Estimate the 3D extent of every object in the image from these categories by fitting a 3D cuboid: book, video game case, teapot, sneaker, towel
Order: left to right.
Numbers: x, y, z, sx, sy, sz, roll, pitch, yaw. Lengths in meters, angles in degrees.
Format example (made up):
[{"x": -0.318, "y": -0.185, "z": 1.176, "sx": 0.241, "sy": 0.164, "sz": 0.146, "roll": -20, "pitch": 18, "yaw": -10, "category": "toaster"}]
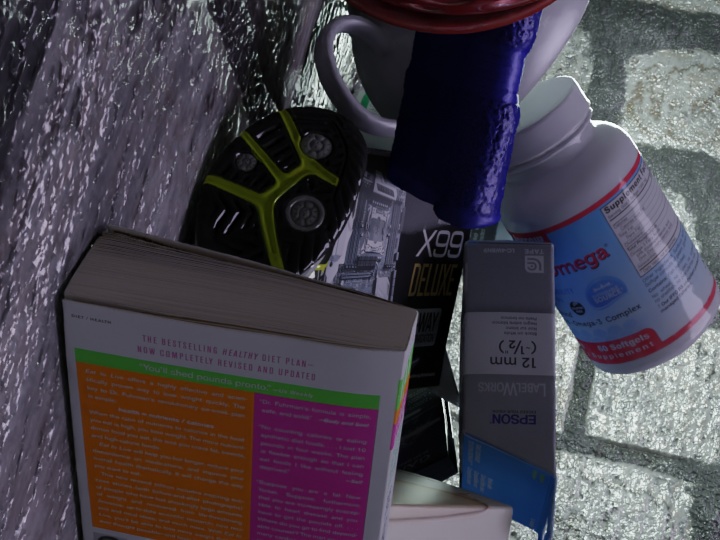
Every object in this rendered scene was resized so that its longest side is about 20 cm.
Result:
[{"x": -0.052, "y": 0.086, "z": 0.572, "sx": 0.048, "sy": 0.133, "sz": 0.201, "roll": -69, "pitch": 170, "yaw": -50, "category": "book"}, {"x": -0.057, "y": 0.005, "z": 0.687, "sx": 0.076, "sy": 0.075, "sz": 0.201, "roll": 105, "pitch": 11, "yaw": -69, "category": "sneaker"}, {"x": 0.004, "y": 0.138, "z": 1.038, "sx": 0.019, "sy": 0.142, "sz": 0.200, "roll": 59, "pitch": 9, "yaw": -15, "category": "video game case"}, {"x": 0.055, "y": -0.187, "z": 0.947, "sx": 0.198, "sy": 0.146, "sz": 0.200, "roll": -51, "pitch": -165, "yaw": 8, "category": "teapot"}, {"x": 0.069, "y": -0.130, "z": 0.753, "sx": 0.148, "sy": 0.049, "sz": 0.201, "roll": -133, "pitch": -128, "yaw": -70, "category": "towel"}]

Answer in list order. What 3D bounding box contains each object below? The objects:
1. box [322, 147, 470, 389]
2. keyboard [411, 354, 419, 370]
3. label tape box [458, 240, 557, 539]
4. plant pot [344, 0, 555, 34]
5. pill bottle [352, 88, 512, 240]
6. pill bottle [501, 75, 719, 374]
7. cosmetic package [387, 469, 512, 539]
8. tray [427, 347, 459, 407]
[{"x": 0.000, "y": 0.000, "z": 0.877, "sx": 0.200, "sy": 0.050, "sz": 0.159, "roll": 1, "pitch": 103, "yaw": -58, "category": "box"}, {"x": -0.031, "y": 0.135, "z": 0.876, "sx": 0.104, "sy": 0.040, "sz": 0.200, "roll": -17, "pitch": 151, "yaw": -43, "category": "keyboard"}, {"x": 0.097, "y": 0.100, "z": 0.917, "sx": 0.143, "sy": 0.066, "sz": 0.201, "roll": 83, "pitch": 11, "yaw": -65, "category": "label tape box"}, {"x": 0.045, "y": -0.202, "z": 0.575, "sx": 0.183, "sy": 0.199, "sz": 0.202, "roll": 54, "pitch": 49, "yaw": -84, "category": "plant pot"}, {"x": 0.080, "y": -0.071, "z": 1.075, "sx": 0.113, "sy": 0.199, "sz": 0.114, "roll": 13, "pitch": 90, "yaw": -83, "category": "pill bottle"}, {"x": 0.166, "y": -0.033, "z": 0.963, "sx": 0.200, "sy": 0.108, "sz": 0.109, "roll": 55, "pitch": 28, "yaw": -18, "category": "pill bottle"}, {"x": -0.012, "y": 0.156, "z": 0.777, "sx": 0.199, "sy": 0.103, "sz": 0.074, "roll": 11, "pitch": 90, "yaw": -51, "category": "cosmetic package"}, {"x": 0.021, "y": 0.032, "z": 1.071, "sx": 0.200, "sy": 0.022, "sz": 0.108, "roll": -140, "pitch": -149, "yaw": -64, "category": "tray"}]
